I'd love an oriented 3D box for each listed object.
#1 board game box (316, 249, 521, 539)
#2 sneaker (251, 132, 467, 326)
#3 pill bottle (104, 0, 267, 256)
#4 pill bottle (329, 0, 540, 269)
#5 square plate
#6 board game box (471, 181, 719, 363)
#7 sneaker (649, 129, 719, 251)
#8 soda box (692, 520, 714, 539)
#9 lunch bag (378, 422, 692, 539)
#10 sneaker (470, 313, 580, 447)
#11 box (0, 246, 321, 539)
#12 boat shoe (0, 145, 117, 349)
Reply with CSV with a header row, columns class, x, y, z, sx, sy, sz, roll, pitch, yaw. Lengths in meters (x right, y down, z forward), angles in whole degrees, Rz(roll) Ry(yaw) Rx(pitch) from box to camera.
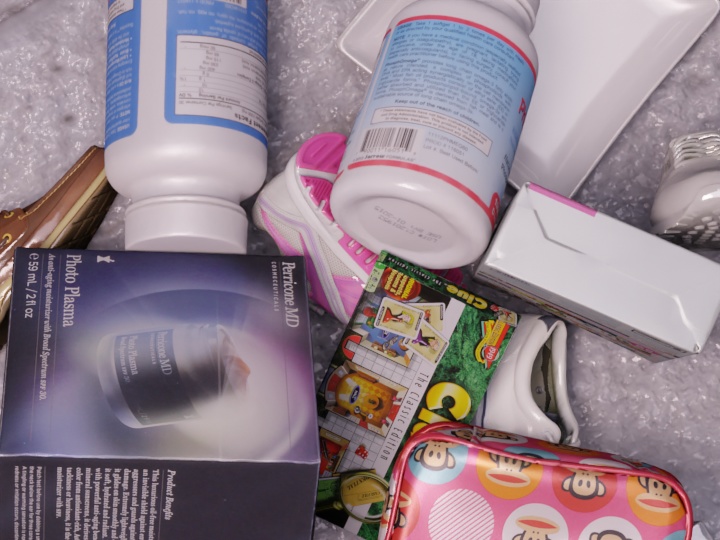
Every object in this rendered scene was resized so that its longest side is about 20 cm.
class,x,y,z,sx,sy,sz,roll,pitch,yaw
board game box,0.022,0.093,1.455,0.105,0.023,0.200,24,116,1
sneaker,0.000,0.000,1.491,0.200,0.088,0.081,56,47,-11
pill bottle,-0.119,-0.107,1.465,0.112,0.112,0.200,1,74,0
pill bottle,0.057,-0.110,1.436,0.109,0.109,0.200,18,64,1
square plate,0.120,-0.173,1.530,0.200,0.028,0.198,39,85,3
board game box,0.155,0.004,1.425,0.147,0.200,0.064,24,86,1
sneaker,0.226,-0.056,1.433,0.076,0.200,0.081,-1,87,4
soda box,0.161,0.249,1.469,0.200,0.064,0.068,-30,84,-4
lunch bag,0.108,0.200,1.393,0.200,0.082,0.176,12,92,3
sneaker,0.111,0.125,1.466,0.071,0.073,0.200,-8,82,38
box,-0.130,0.090,1.389,0.198,0.123,0.200,2,41,-8
boat shoe,-0.242,-0.014,1.488,0.068,0.072,0.200,39,83,7
